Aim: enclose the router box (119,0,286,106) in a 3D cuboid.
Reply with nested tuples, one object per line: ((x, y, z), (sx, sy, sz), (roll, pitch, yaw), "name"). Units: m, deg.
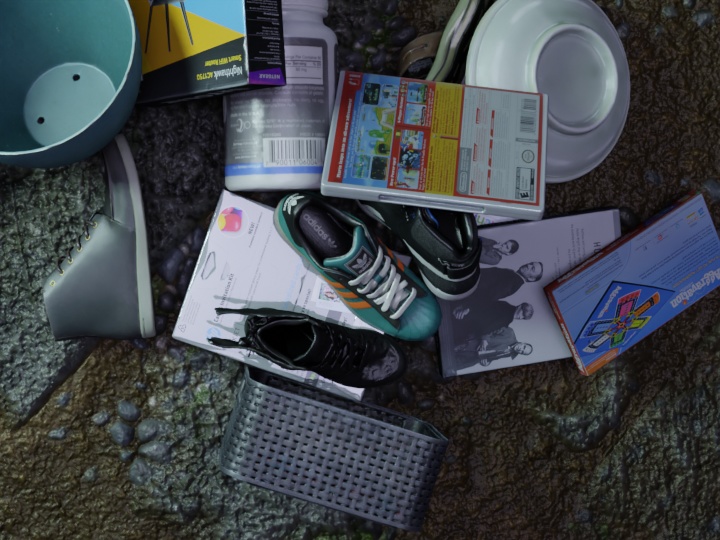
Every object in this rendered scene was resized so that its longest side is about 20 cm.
((-0.152, -0.235, 1.152), (0.051, 0.200, 0.150), (-6, 94, -43), "router box")

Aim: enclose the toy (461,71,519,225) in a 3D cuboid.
((0.138, -0.123, 1.259), (0.115, 0.047, 0.200), (21, 89, -6), "toy")

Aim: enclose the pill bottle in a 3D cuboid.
((-0.077, -0.177, 1.199), (0.113, 0.114, 0.201), (-1, 92, -7), "pill bottle")

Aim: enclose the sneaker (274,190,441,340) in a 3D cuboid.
((0.000, 0.000, 1.191), (0.200, 0.080, 0.071), (39, 86, -9), "sneaker")

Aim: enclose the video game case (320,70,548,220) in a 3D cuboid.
((0.071, -0.117, 1.144), (0.199, 0.017, 0.143), (7, 56, 1), "video game case")

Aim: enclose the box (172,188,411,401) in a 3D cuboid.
((-0.069, 0.025, 1.245), (0.199, 0.041, 0.156), (19, 89, -8), "box")

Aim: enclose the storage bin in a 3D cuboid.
((-0.029, 0.171, 1.206), (0.199, 0.135, 0.094), (17, 90, -7), "storage bin")

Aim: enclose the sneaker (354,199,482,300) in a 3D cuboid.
((0.053, -0.074, 1.188), (0.073, 0.112, 0.200), (-33, 70, -16), "sneaker")

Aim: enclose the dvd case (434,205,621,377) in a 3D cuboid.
((0.171, 0.022, 1.269), (0.199, 0.025, 0.151), (-8, 103, -7), "dvd case")

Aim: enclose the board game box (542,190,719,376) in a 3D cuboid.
((0.285, 0.012, 1.266), (0.200, 0.019, 0.103), (-31, 108, -16), "board game box")

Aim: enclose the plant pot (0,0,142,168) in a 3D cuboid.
((-0.288, -0.176, 1.152), (0.199, 0.135, 0.201), (-2, 73, 5), "plant pot")

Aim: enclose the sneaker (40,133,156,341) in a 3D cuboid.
((-0.259, -0.029, 1.202), (0.106, 0.075, 0.201), (-6, 94, -9), "sneaker")

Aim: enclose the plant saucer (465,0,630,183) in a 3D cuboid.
((0.199, -0.187, 1.230), (0.200, 0.050, 0.201), (-1, 92, -29), "plant saucer")

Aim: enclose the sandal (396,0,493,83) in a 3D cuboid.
((0.071, -0.212, 1.242), (0.057, 0.080, 0.201), (26, 83, 10), "sandal")

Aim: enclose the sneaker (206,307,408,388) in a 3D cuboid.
((-0.045, 0.073, 1.177), (0.199, 0.104, 0.060), (16, 90, -7), "sneaker")
